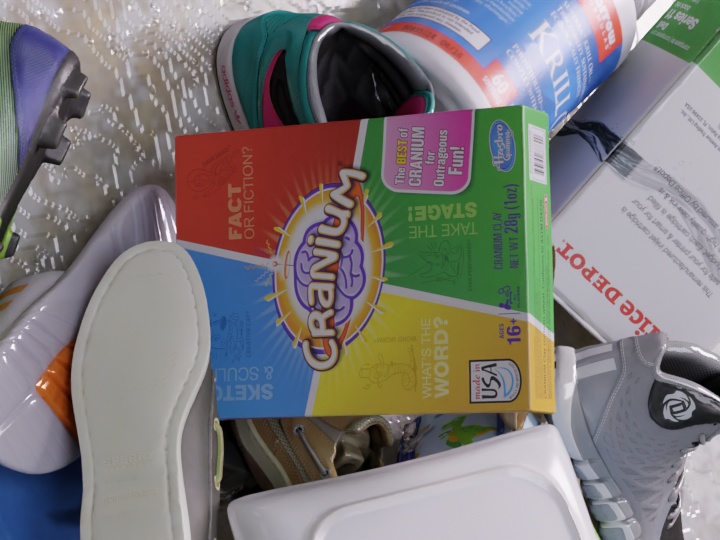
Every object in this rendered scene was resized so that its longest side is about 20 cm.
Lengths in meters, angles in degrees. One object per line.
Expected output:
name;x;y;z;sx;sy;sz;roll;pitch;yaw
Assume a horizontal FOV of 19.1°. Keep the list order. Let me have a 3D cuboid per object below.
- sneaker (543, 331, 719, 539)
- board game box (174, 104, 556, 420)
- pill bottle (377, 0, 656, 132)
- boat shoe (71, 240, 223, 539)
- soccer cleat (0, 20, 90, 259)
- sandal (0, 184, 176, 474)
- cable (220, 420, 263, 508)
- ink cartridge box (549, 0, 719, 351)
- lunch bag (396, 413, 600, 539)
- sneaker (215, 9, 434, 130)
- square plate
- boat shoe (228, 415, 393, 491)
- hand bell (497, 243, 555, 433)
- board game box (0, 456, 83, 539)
sneaker;0.191;0.114;1.283;0.075;0.115;0.201;-89;155;-49
board game box;0.000;0.000;1.105;0.040;0.198;0.154;9;78;-65
pill bottle;0.094;-0.141;1.277;0.200;0.112;0.113;-43;108;-30
boat shoe;-0.105;0.086;1.084;0.060;0.071;0.203;62;25;-63
soccer cleat;-0.213;-0.039;1.105;0.083;0.065;0.201;26;73;3
sandal;-0.156;0.032;1.131;0.080;0.059;0.207;65;35;-26
cable;-0.071;0.114;1.190;0.199;0.050;0.098;29;31;-44
ink cartridge box;0.193;-0.048;1.305;0.146;0.083;0.200;42;92;-23
lunch bag;0.090;0.173;1.216;0.082;0.161;0.201;-25;106;12
sneaker;0.000;-0.057;1.201;0.083;0.120;0.201;-31;102;-32
square plate;0.054;0.183;1.065;0.197;0.028;0.201;-10;68;-27
boat shoe;-0.013;0.099;1.153;0.071;0.076;0.201;14;43;-48
hand bell;0.000;0.019;1.175;0.198;0.104;0.105;10;76;10
board game box;-0.191;0.139;1.082;0.200;0.039;0.159;-17;74;-56
